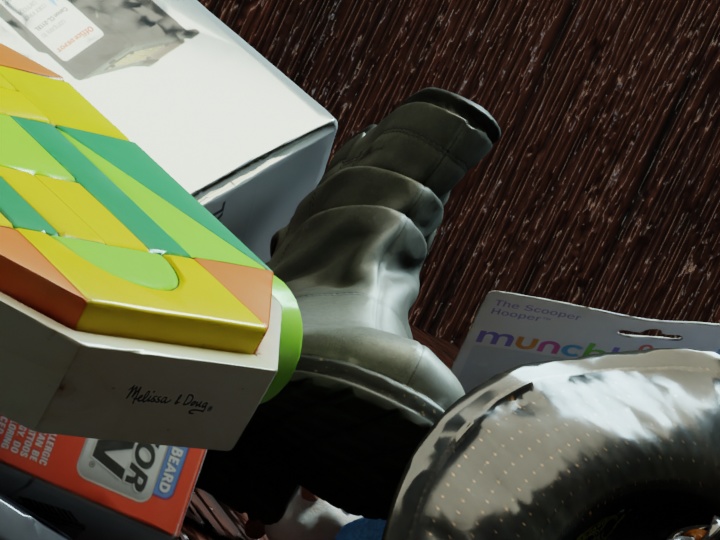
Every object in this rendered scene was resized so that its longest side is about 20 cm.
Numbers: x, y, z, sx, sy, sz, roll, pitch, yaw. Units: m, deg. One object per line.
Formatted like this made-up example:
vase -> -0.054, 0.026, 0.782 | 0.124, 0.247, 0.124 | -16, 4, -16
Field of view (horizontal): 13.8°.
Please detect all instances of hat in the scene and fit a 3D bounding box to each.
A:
hat -> 0.074, 0.122, 0.723 | 0.200, 0.202, 0.081 | 25, -41, -17

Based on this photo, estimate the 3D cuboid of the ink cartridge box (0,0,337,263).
ink cartridge box -> -0.115, -0.041, 1.008 | 0.200, 0.146, 0.083 | 41, 48, 23

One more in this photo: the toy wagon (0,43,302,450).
toy wagon -> -0.105, -0.027, 0.675 | 0.200, 0.040, 0.155 | 43, 19, 34

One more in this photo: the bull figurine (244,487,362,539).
bull figurine -> -0.068, 0.027, 1.109 | 0.199, 0.122, 0.065 | 20, -33, 13

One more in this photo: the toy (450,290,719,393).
toy -> 0.076, 0.083, 1.035 | 0.114, 0.047, 0.200 | 8, -32, -9

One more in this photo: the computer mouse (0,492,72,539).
computer mouse -> -0.078, 0.079, 0.641 | 0.138, 0.053, 0.200 | 29, -7, 29

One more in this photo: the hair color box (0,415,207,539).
hair color box -> -0.143, 0.013, 0.766 | 0.199, 0.064, 0.111 | 26, -21, -16

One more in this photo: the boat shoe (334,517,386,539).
boat shoe -> 0.087, 0.120, 0.992 | 0.199, 0.085, 0.069 | 25, -9, 2

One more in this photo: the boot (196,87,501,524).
boot -> 0.000, 0.000, 0.853 | 0.068, 0.131, 0.200 | 33, -14, -12
